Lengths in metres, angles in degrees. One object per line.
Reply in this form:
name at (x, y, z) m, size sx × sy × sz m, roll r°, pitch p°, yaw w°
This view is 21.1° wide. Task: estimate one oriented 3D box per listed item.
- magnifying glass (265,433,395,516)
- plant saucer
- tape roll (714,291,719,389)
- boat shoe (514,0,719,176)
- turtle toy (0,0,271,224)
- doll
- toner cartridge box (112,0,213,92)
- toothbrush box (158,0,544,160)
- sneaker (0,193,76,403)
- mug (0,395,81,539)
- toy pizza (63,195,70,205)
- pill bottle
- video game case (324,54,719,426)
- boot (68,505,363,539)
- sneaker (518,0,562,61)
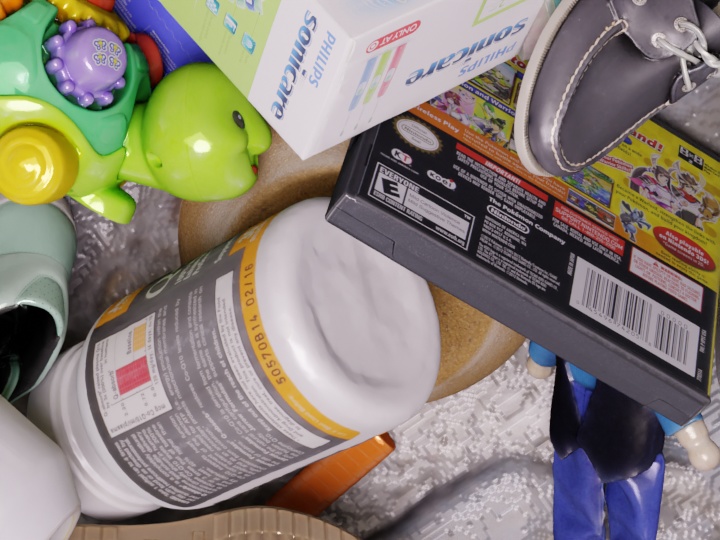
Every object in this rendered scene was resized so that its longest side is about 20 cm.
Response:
magnifying glass at (-0.062, 0.153, 1.086) m, size 0.200 × 0.022 × 0.080 m, roll -41°, pitch 96°, yaw 13°
plant saucer at (0.000, 0.000, 1.005) m, size 0.200 × 0.035 × 0.201 m, roll 4°, pitch 122°, yaw 6°
tape roll at (0.207, -0.034, 0.932) m, size 0.037 × 0.203 × 0.203 m, roll 8°, pitch 102°, yaw 3°
boat shoe at (0.150, -0.121, 0.918) m, size 0.200 × 0.063 × 0.073 m, roll -49°, pitch 131°, yaw -12°
turtle toy at (-0.140, -0.088, 0.949) m, size 0.200 × 0.146 × 0.101 m, roll 32°, pitch 98°, yaw 4°
doll at (0.132, 0.080, 1.009) m, size 0.048 × 0.136 × 0.201 m, roll -17°, pitch 115°, yaw -34°
toner cartridge box at (-0.094, -0.141, 1.004) m, size 0.095 × 0.043 × 0.200 m, roll -33°, pitch 97°, yaw 23°
toothbrush box at (-0.025, -0.169, 0.901) m, size 0.200 × 0.145 × 0.086 m, roll 49°, pitch 144°, yaw 18°
sneaker at (-0.228, 0.050, 1.006) m, size 0.200 × 0.118 × 0.074 m, roll -41°, pitch 120°, yaw 19°
mug at (-0.211, 0.098, 0.911) m, size 0.153 × 0.187 × 0.150 m, roll 33°, pitch 106°, yaw 4°
toy pizza at (-0.258, -0.046, 1.052) m, size 0.200 × 0.032 × 0.201 m, roll 1°, pitch 102°, yaw 5°
pill bottle at (-0.067, 0.051, 0.950) m, size 0.200 × 0.116 × 0.117 m, roll -26°, pitch 100°, yaw 37°
video game case at (0.090, -0.038, 0.942) m, size 0.200 × 0.181 × 0.026 m, roll 30°, pitch 132°, yaw -12°
boot at (-0.074, 0.186, 1.022) m, size 0.199 × 0.167 × 0.073 m, roll 7°, pitch 59°, yaw 2°
sneaker at (0.091, -0.208, 0.942) m, size 0.080 × 0.071 × 0.201 m, roll -16°, pitch 108°, yaw -2°
